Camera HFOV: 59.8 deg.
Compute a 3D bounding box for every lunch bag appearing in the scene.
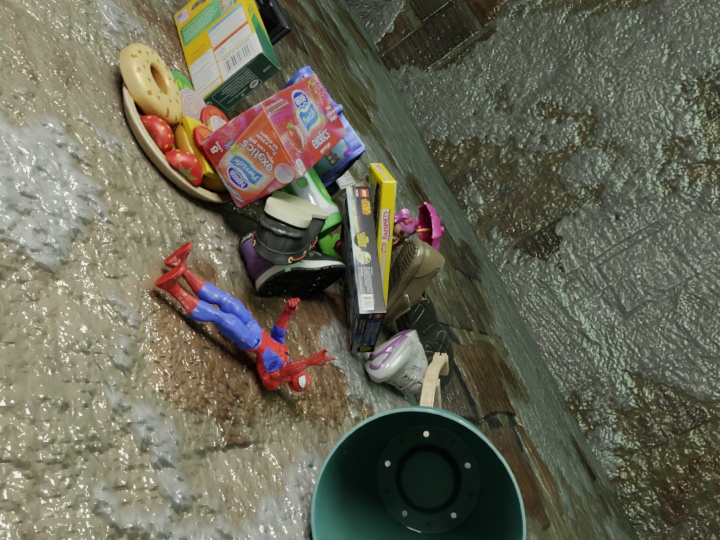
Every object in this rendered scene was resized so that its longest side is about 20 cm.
[{"bbox_3d":[-0.074,-0.218,0.992,0.152,0.094,0.200,57,-23,-4],"label":"lunch bag"}]

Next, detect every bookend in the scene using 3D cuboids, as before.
[{"bbox_3d":[-0.255,-0.555,1.216,0.201,0.091,0.199,63,19,12],"label":"bookend"}]

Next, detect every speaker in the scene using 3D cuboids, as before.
[{"bbox_3d":[-0.108,-0.141,0.954,0.202,0.088,0.088,60,18,3],"label":"speaker"}]

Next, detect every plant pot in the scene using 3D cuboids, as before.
[{"bbox_3d":[0.063,0.235,0.646,0.202,0.199,0.161,61,7,9],"label":"plant pot"}]

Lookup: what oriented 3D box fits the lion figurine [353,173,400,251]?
[{"bbox_3d":[0.045,-0.116,1.259,0.122,0.072,0.203,-42,138,-48],"label":"lion figurine"}]

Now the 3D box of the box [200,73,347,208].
[{"bbox_3d":[-0.103,-0.170,0.800,0.096,0.099,0.200,59,26,-16],"label":"box"}]

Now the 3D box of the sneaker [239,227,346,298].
[{"bbox_3d":[-0.086,-0.020,0.840,0.088,0.075,0.199,58,17,16],"label":"sneaker"}]

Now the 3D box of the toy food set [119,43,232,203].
[{"bbox_3d":[-0.213,-0.174,0.782,0.202,0.048,0.197,64,18,16],"label":"toy food set"}]

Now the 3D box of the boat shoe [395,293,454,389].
[{"bbox_3d":[0.109,0.119,1.125,0.073,0.075,0.203,9,-57,55],"label":"boat shoe"}]

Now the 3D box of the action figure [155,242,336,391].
[{"bbox_3d":[-0.099,0.049,0.633,0.201,0.098,0.066,52,19,-28],"label":"action figure"}]

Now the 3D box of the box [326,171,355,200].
[{"bbox_3d":[-0.095,-0.224,1.162,0.202,0.060,0.117,58,18,-2],"label":"box"}]

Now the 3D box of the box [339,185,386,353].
[{"bbox_3d":[0.000,0.000,0.908,0.137,0.039,0.203,103,-17,-61],"label":"box"}]

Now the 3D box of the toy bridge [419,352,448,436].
[{"bbox_3d":[0.111,0.195,0.974,0.201,0.027,0.068,-64,153,-53],"label":"toy bridge"}]

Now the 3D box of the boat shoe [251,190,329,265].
[{"bbox_3d":[-0.084,-0.054,0.755,0.073,0.064,0.202,22,13,-1],"label":"boat shoe"}]

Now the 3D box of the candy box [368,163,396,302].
[{"bbox_3d":[0.026,-0.052,0.956,0.102,0.026,0.203,-109,-159,-65],"label":"candy box"}]

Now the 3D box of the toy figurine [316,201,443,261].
[{"bbox_3d":[0.049,-0.054,1.075,0.199,0.183,0.152,34,29,-51],"label":"toy figurine"}]

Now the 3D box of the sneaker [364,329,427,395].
[{"bbox_3d":[0.070,0.150,0.977,0.101,0.074,0.200,63,19,5],"label":"sneaker"}]

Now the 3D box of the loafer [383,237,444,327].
[{"bbox_3d":[0.070,0.032,0.994,0.066,0.201,0.077,14,50,-17],"label":"loafer"}]

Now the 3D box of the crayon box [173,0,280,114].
[{"bbox_3d":[-0.206,-0.347,0.954,0.051,0.125,0.202,30,33,-56],"label":"crayon box"}]
